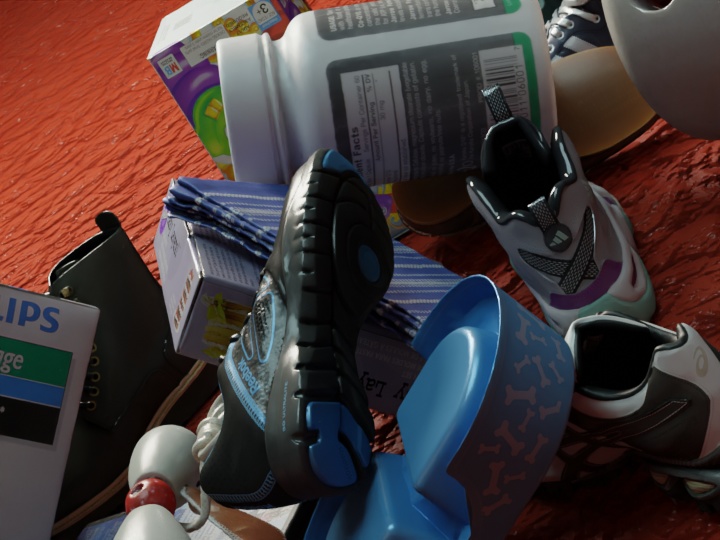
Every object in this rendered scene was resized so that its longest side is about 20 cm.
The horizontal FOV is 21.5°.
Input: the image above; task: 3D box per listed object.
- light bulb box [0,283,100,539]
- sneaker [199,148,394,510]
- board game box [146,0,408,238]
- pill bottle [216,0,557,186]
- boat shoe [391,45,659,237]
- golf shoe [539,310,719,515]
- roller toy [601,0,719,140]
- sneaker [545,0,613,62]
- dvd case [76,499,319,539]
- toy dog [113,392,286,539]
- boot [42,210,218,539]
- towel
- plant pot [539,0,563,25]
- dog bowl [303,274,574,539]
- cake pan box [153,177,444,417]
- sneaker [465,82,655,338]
[{"bbox_3d":[-0.278,0.102,1.206,0.198,0.124,0.202,4,81,57],"label":"light bulb box"},{"bbox_3d":[-0.036,0.025,0.934,0.081,0.073,0.201,-21,43,33],"label":"sneaker"},{"bbox_3d":[-0.052,-0.107,1.357,0.102,0.201,0.105,-28,20,12],"label":"board game box"},{"bbox_3d":[0.015,-0.110,1.169,0.198,0.114,0.113,-8,22,-2],"label":"pill bottle"},{"bbox_3d":[0.113,-0.083,1.254,0.198,0.071,0.070,-24,-19,6],"label":"boat shoe"},{"bbox_3d":[0.116,0.056,0.911,0.078,0.095,0.199,-46,23,-28],"label":"golf shoe"},{"bbox_3d":[0.237,-0.176,1.112,0.139,0.183,0.200,-13,29,41],"label":"roller toy"},{"bbox_3d":[0.141,-0.160,1.321,0.199,0.109,0.070,-32,20,5],"label":"sneaker"},{"bbox_3d":[-0.112,0.175,1.087,0.199,0.018,0.143,-21,24,32],"label":"dvd case"},{"bbox_3d":[-0.087,0.161,0.968,0.131,0.096,0.201,-27,24,37],"label":"toy dog"},{"bbox_3d":[-0.187,0.072,1.250,0.077,0.139,0.200,-14,29,40],"label":"boot"},{"bbox_3d":[0.000,0.000,1.055,0.144,0.199,0.024,-1,-62,-61],"label":"towel"},{"bbox_3d":[0.137,-0.252,1.435,0.195,0.197,0.200,-32,30,3],"label":"plant pot"},{"bbox_3d":[0.033,0.099,0.877,0.201,0.049,0.112,-61,18,21],"label":"dog bowl"},{"bbox_3d":[-0.024,0.016,1.091,0.200,0.183,0.053,-119,50,-68],"label":"cake pan box"},{"bbox_3d":[0.102,-0.050,1.091,0.077,0.140,0.200,-32,21,3],"label":"sneaker"}]
